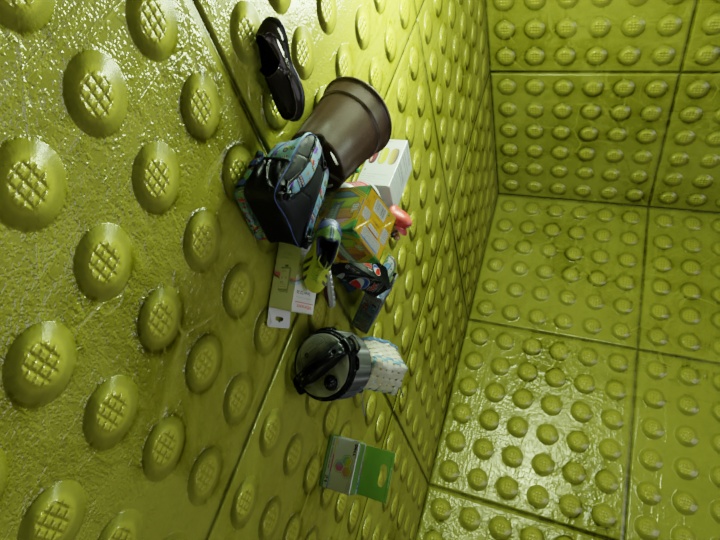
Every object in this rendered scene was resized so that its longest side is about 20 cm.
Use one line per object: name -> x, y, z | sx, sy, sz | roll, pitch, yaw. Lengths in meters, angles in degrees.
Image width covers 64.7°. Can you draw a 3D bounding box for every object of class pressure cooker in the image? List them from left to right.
pressure cooker -> -0.071, 0.238, 1.438 | 0.199, 0.173, 0.183 | 20, 82, -68

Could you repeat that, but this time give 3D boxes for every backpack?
backpack -> -0.147, -0.177, 1.166 | 0.185, 0.130, 0.205 | 67, 38, -51

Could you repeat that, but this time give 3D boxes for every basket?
basket -> 0.026, 0.255, 1.611 | 0.172, 0.200, 0.142 | 19, 106, -31

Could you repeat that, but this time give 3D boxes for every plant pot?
plant pot -> -0.056, -0.303, 1.308 | 0.200, 0.195, 0.205 | -53, 145, -35

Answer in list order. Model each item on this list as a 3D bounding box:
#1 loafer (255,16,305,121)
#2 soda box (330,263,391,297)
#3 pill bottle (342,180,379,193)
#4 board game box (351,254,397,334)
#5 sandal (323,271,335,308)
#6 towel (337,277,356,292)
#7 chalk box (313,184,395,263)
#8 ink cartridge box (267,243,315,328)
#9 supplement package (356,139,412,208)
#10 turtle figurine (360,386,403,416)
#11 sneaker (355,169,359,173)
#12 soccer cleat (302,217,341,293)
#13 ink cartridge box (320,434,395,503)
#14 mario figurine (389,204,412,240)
loafer -> -0.171, -0.391, 1.138 | 0.072, 0.071, 0.205 | -50, 134, -43
soda box -> 0.000, 0.000, 1.508 | 0.198, 0.062, 0.073 | 31, 39, -47
pill bottle -> -0.028, -0.175, 1.496 | 0.199, 0.108, 0.117 | -23, 119, -64
board game box -> 0.053, 0.065, 1.694 | 0.203, 0.060, 0.201 | -59, 175, -21
sandal -> -0.102, 0.002, 1.441 | 0.082, 0.048, 0.210 | -134, -149, -72
towel -> -0.029, -0.031, 1.560 | 0.049, 0.109, 0.202 | 58, -4, 40
chalk box -> -0.040, -0.102, 1.309 | 0.125, 0.195, 0.127 | 46, 57, -40
ink cartridge box -> -0.150, 0.034, 1.316 | 0.116, 0.065, 0.208 | 19, 79, -68
supplement package -> 0.074, -0.287, 1.714 | 0.111, 0.110, 0.204 | 72, 32, -49
turtle figurine -> 0.050, 0.330, 1.807 | 0.195, 0.139, 0.206 | 54, 37, -50
sneaker -> -0.020, -0.352, 1.496 | 0.074, 0.081, 0.208 | -16, 111, -65
soccer cleat -> -0.087, -0.018, 1.217 | 0.085, 0.062, 0.204 | -91, -164, -48
ink cartridge box -> -0.008, 0.586, 1.680 | 0.076, 0.193, 0.153 | 42, 59, -63
mario figurine -> 0.060, -0.103, 1.605 | 0.106, 0.195, 0.127 | 48, 39, -37
